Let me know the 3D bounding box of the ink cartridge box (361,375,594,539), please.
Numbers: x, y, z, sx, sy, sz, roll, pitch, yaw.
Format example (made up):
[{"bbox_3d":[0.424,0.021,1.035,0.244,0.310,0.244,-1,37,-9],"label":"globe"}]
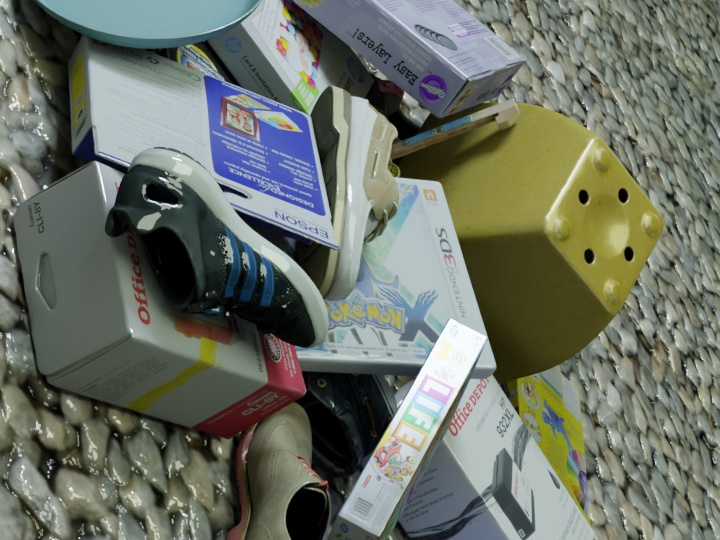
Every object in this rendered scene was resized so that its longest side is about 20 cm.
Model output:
[{"bbox_3d":[0.100,0.190,1.797,0.200,0.084,0.145,57,28,-10],"label":"ink cartridge box"}]

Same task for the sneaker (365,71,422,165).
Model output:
[{"bbox_3d":[-0.007,-0.167,1.956,0.200,0.082,0.070,44,31,-30],"label":"sneaker"}]

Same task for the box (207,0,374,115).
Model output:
[{"bbox_3d":[-0.075,-0.202,1.821,0.200,0.041,0.156,54,26,-16],"label":"box"}]

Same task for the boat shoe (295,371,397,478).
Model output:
[{"bbox_3d":[-0.043,0.065,1.681,0.200,0.071,0.091,55,29,-10],"label":"boat shoe"}]

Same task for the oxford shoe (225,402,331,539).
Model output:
[{"bbox_3d":[-0.048,0.166,1.569,0.070,0.075,0.200,44,31,-31],"label":"oxford shoe"}]

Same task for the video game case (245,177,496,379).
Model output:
[{"bbox_3d":[0.000,0.000,1.686,0.200,0.022,0.183,4,55,-31],"label":"video game case"}]

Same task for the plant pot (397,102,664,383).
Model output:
[{"bbox_3d":[0.148,-0.030,1.890,0.194,0.200,0.196,49,56,-26],"label":"plant pot"}]

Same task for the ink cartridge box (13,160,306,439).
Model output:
[{"bbox_3d":[-0.142,0.024,1.530,0.200,0.083,0.145,22,46,-52],"label":"ink cartridge box"}]

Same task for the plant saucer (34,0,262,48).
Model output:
[{"bbox_3d":[-0.170,-0.232,1.673,0.200,0.200,0.027,-90,-173,-49],"label":"plant saucer"}]

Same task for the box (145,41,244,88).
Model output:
[{"bbox_3d":[-0.113,-0.155,1.800,0.200,0.044,0.160,37,34,-40],"label":"box"}]

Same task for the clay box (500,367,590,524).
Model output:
[{"bbox_3d":[0.161,0.162,1.973,0.115,0.048,0.200,44,31,-33],"label":"clay box"}]

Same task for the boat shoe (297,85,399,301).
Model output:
[{"bbox_3d":[-0.004,-0.057,1.659,0.068,0.075,0.200,20,51,-20],"label":"boat shoe"}]

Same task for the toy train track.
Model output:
[{"bbox_3d":[0.046,-0.098,1.859,0.115,0.200,0.033,44,26,-75],"label":"toy train track"}]

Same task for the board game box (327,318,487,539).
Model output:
[{"bbox_3d":[0.026,0.148,1.590,0.034,0.135,0.200,27,53,6],"label":"board game box"}]

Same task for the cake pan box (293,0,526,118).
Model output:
[{"bbox_3d":[0.042,-0.217,1.883,0.184,0.052,0.200,41,21,7],"label":"cake pan box"}]

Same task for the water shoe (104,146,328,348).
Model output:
[{"bbox_3d":[-0.103,0.003,1.474,0.200,0.071,0.079,47,58,-30],"label":"water shoe"}]

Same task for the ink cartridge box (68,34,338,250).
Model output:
[{"bbox_3d":[-0.121,-0.088,1.599,0.197,0.047,0.200,22,30,-21],"label":"ink cartridge box"}]
